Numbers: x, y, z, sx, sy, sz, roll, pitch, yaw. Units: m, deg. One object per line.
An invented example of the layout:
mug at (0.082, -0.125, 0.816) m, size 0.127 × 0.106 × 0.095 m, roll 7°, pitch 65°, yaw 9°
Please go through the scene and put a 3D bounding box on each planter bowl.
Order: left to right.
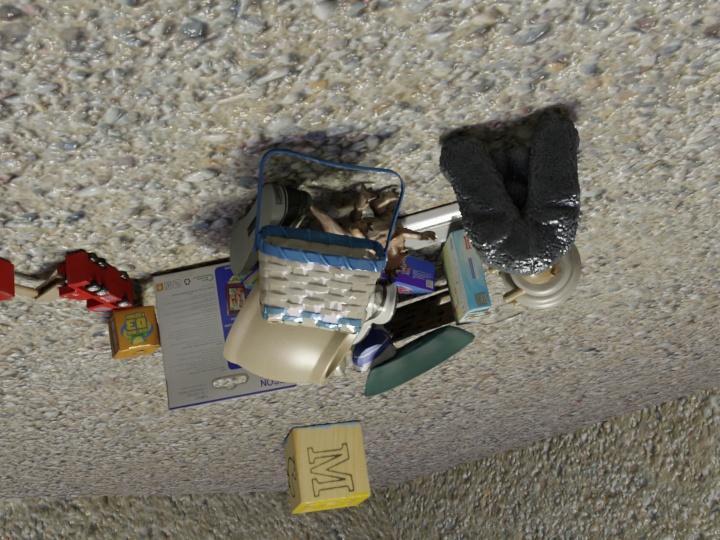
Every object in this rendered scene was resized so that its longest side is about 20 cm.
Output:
planter bowl at (-0.075, 0.071, 1.447) m, size 0.134 × 0.201 × 0.201 m, roll 33°, pitch 162°, yaw 8°

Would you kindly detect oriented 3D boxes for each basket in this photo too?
basket at (-0.049, -0.035, 1.291) m, size 0.174 × 0.203 × 0.139 m, roll 11°, pitch -164°, yaw -7°

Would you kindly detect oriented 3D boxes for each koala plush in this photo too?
koala plush at (0.202, -0.078, 1.368) m, size 0.175 × 0.187 × 0.200 m, roll -11°, pitch 173°, yaw 8°

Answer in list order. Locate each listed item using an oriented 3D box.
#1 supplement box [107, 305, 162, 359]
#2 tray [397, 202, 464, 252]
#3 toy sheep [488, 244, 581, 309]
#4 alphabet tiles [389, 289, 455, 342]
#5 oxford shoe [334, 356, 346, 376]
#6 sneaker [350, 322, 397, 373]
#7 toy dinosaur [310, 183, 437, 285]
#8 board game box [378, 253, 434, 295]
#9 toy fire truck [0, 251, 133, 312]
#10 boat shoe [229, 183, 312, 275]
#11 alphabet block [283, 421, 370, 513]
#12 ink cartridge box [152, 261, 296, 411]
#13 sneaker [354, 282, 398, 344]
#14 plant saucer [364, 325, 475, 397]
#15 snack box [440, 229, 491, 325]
supplement box at (-0.353, 0.098, 1.670) m, size 0.066 × 0.070 × 0.200 m, roll -8°, pitch 177°, yaw -17°
tray at (0.095, -0.057, 1.574) m, size 0.197 × 0.022 × 0.107 m, roll -15°, pitch 161°, yaw 16°
toy sheep at (0.276, -0.003, 1.657) m, size 0.136 × 0.140 × 0.200 m, roll -14°, pitch 175°, yaw 15°
alphabet tiles at (0.098, 0.079, 1.829) m, size 0.198 × 0.008 × 0.167 m, roll -21°, pitch -166°, yaw 23°
oxford shoe at (-0.052, 0.118, 1.806) m, size 0.057 × 0.076 × 0.201 m, roll -1°, pitch -156°, yaw -4°
sneaker at (-0.002, 0.081, 1.748) m, size 0.080 × 0.116 × 0.200 m, roll -28°, pitch -164°, yaw 7°
toy dinosaur at (0.008, -0.038, 1.443) m, size 0.198 × 0.087 × 0.136 m, roll 2°, pitch 145°, yaw -34°
board game box at (0.000, 0.000, 1.605) m, size 0.133 × 0.045 × 0.199 m, roll -7°, pitch 165°, yaw 40°
toy fire truck at (-0.422, 0.022, 1.512) m, size 0.139 × 0.049 × 0.200 m, roll -13°, pitch 162°, yaw 12°
boat shoe at (-0.121, -0.048, 1.422) m, size 0.063 × 0.072 × 0.200 m, roll 2°, pitch 157°, yaw -26°
alphabet block at (-0.093, 0.533, 2.903) m, size 0.193 × 0.203 × 0.196 m, roll -4°, pitch 160°, yaw -13°
ink cartridge box at (-0.198, 0.090, 1.579) m, size 0.195 × 0.203 × 0.047 m, roll -10°, pitch 170°, yaw 5°
sneaker at (-0.031, 0.051, 1.609) m, size 0.114 × 0.077 × 0.200 m, roll 16°, pitch 157°, yaw -18°
plant saucer at (0.086, 0.135, 1.691) m, size 0.198 × 0.036 × 0.200 m, roll -28°, pitch -178°, yaw 1°
snack box at (0.155, 0.013, 1.604) m, size 0.037 × 0.118 × 0.200 m, roll -12°, pitch 172°, yaw -2°
